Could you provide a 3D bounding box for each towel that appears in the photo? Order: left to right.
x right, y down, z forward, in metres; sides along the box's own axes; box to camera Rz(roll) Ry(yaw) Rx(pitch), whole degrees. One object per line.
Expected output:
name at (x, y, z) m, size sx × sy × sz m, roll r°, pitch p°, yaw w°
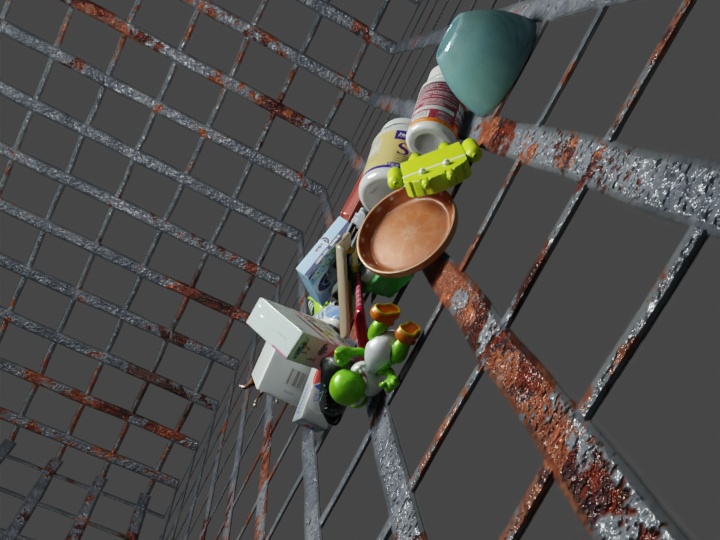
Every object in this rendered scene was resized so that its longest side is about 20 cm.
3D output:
towel at (0.001, 0.103, 1.358) m, size 0.200 × 0.022 × 0.146 m, roll -97°, pitch 0°, yaw -70°

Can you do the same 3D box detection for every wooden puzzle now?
wooden puzzle at (-0.024, 0.025, 1.455) m, size 0.200 × 0.037 × 0.187 m, roll -79°, pitch -13°, yaw -79°

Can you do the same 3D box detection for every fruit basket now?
fruit basket at (0.054, -0.058, 1.405) m, size 0.185 × 0.093 × 0.202 m, roll 134°, pitch 141°, yaw -56°

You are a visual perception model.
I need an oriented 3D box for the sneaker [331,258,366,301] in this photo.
sneaker at (0.000, 0.000, 1.625) m, size 0.199 × 0.076 × 0.115 m, roll -40°, pitch 27°, yaw 64°

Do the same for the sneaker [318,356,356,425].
sneaker at (-0.042, 0.226, 1.324) m, size 0.201 × 0.074 × 0.080 m, roll 93°, pitch -179°, yaw -58°

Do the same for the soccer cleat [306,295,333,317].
soccer cleat at (-0.118, 0.115, 1.948) m, size 0.200 × 0.067 × 0.082 m, roll -168°, pitch 91°, yaw -78°

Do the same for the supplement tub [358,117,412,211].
supplement tub at (0.083, -0.225, 1.557) m, size 0.146 × 0.144 × 0.201 m, roll -50°, pitch 19°, yaw 50°

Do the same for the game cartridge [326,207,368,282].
game cartridge at (-0.005, -0.066, 1.729) m, size 0.133 × 0.041 × 0.201 m, roll -13°, pitch -45°, yaw -56°

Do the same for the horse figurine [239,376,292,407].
horse figurine at (-0.208, 0.283, 1.793) m, size 0.050 × 0.199 × 0.134 m, roll 35°, pitch 105°, yaw 42°

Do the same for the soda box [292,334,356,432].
soda box at (-0.076, 0.236, 1.497) m, size 0.068 × 0.063 × 0.202 m, roll -39°, pitch 28°, yaw 63°

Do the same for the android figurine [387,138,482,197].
android figurine at (0.136, -0.189, 1.296) m, size 0.180 × 0.041 × 0.200 m, roll -18°, pitch 22°, yaw 10°

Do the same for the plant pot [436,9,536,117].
plant pot at (0.226, -0.419, 1.359) m, size 0.201 × 0.134 × 0.201 m, roll -60°, pitch 12°, yaw 21°

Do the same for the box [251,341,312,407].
box at (-0.161, 0.242, 1.648) m, size 0.107 × 0.151 × 0.200 m, roll -65°, pitch 11°, yaw -4°

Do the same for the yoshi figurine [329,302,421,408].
yoshi figurine at (0.012, 0.158, 1.178) m, size 0.113 × 0.111 × 0.201 m, roll -98°, pitch 32°, yaw -58°

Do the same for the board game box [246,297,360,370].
board game box at (-0.105, 0.135, 1.384) m, size 0.147 × 0.199 × 0.065 m, roll 35°, pitch 96°, yaw 42°

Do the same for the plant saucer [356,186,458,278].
plant saucer at (0.086, -0.071, 1.280) m, size 0.198 × 0.032 × 0.202 m, roll -19°, pitch 48°, yaw 22°

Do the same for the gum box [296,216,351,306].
gum box at (-0.075, -0.019, 1.764) m, size 0.170 × 0.044 × 0.200 m, roll -51°, pitch -19°, yaw -13°

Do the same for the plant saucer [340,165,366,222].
plant saucer at (-0.005, -0.222, 2.213) m, size 0.201 × 0.036 × 0.200 m, roll -60°, pitch 12°, yaw 19°

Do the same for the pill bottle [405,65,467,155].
pill bottle at (0.169, -0.338, 1.500) m, size 0.110 × 0.109 × 0.202 m, roll -46°, pitch 21°, yaw 56°

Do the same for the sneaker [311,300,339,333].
sneaker at (-0.066, 0.120, 1.714) m, size 0.077 × 0.076 × 0.200 m, roll -53°, pitch 14°, yaw -13°
